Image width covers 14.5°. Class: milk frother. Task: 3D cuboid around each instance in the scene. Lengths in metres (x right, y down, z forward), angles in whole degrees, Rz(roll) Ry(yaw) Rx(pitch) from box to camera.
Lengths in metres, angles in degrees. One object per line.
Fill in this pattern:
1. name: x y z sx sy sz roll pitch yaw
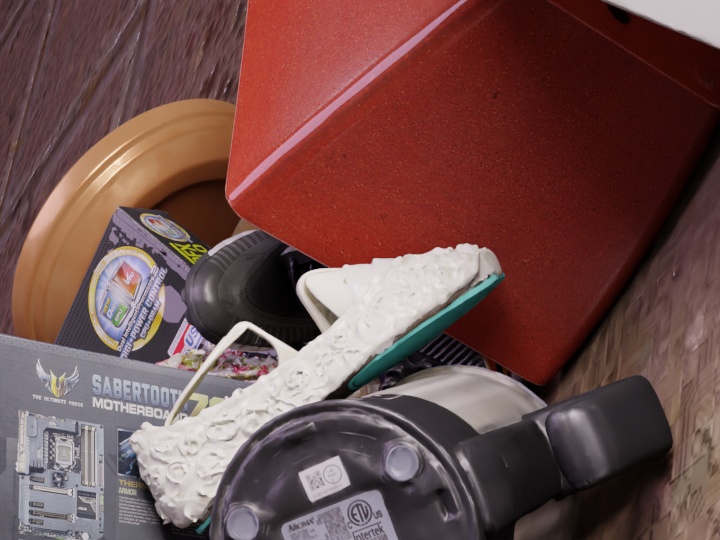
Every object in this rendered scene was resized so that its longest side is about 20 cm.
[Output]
1. milk frother: 0.052 0.146 1.228 0.188 0.180 0.201 -10 -85 -72

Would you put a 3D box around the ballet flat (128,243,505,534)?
1. ballet flat: -0.025 0.040 1.313 0.200 0.072 0.072 -39 16 -4

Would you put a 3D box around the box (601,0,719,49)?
1. box: 0.163 -0.196 1.151 0.200 0.199 0.131 -65 17 13

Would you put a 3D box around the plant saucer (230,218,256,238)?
1. plant saucer: -0.050 0.015 1.695 0.201 0.035 0.200 90 -154 -48

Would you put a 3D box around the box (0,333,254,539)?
1. box: -0.107 0.124 1.345 0.051 0.199 0.158 -18 67 46

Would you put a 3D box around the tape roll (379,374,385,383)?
1. tape roll: -0.022 0.144 1.581 0.200 0.065 0.201 -159 90 -75

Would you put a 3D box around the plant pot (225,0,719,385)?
1. plant pot: 0.071 -0.102 1.384 0.176 0.199 0.200 -43 29 35

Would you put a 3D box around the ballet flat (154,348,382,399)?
1. ballet flat: -0.076 0.076 1.502 0.199 0.064 0.076 -11 84 36

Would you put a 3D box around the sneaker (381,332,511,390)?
1. sneaker: 0.036 0.114 1.456 0.090 0.070 0.201 -32 -38 -63

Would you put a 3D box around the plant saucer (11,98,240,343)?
1. plant saucer: -0.117 -0.007 1.686 0.037 0.200 0.201 39 111 35

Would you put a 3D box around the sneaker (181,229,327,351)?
1. sneaker: 0.000 0.000 1.500 0.090 0.199 0.067 -20 78 51

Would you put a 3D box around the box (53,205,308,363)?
1. box: -0.116 0.090 1.602 0.160 0.044 0.201 39 111 33
